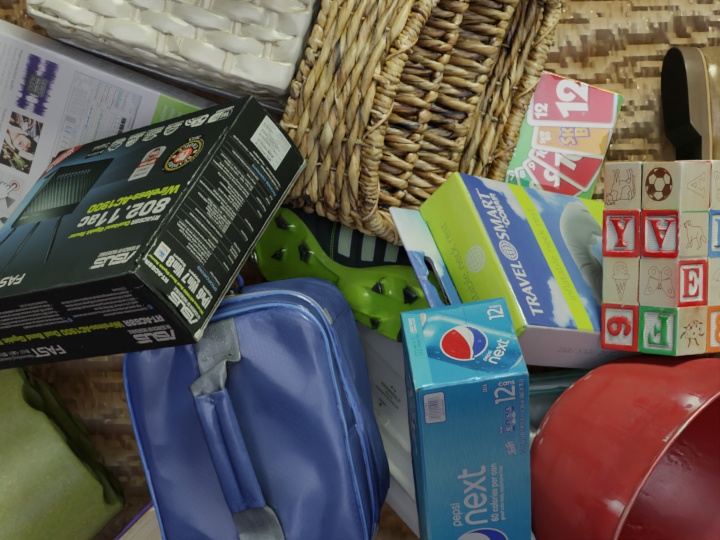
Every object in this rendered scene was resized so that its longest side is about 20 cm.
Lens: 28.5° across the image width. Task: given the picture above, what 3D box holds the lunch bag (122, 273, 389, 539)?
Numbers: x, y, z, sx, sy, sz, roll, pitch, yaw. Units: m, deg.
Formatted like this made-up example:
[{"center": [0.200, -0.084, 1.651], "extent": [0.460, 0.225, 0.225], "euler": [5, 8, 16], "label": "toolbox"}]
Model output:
[{"center": [-0.062, 0.096, 0.881], "extent": [0.136, 0.132, 0.200], "euler": [-14, 98, 7], "label": "lunch bag"}]

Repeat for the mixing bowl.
[{"center": [0.174, 0.129, 0.878], "extent": [0.108, 0.200, 0.200], "euler": [29, 96, 40], "label": "mixing bowl"}]

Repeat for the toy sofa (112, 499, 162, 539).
[{"center": [-0.130, 0.203, 1.009], "extent": [0.098, 0.083, 0.200], "euler": [43, 95, -4], "label": "toy sofa"}]

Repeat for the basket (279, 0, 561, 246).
[{"center": [0.039, -0.118, 0.923], "extent": [0.149, 0.143, 0.200], "euler": [21, 96, 3], "label": "basket"}]

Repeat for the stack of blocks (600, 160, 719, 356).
[{"center": [0.241, -0.010, 0.906], "extent": [0.200, 0.059, 0.115], "euler": [-1, 93, -41], "label": "stack of blocks"}]

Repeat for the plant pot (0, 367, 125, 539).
[{"center": [-0.271, 0.164, 0.975], "extent": [0.184, 0.200, 0.200], "euler": [-37, 92, -7], "label": "plant pot"}]

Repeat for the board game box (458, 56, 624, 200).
[{"center": [0.077, -0.109, 1.007], "extent": [0.200, 0.030, 0.096], "euler": [18, 95, 4], "label": "board game box"}]

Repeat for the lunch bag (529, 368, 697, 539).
[{"center": [0.144, 0.143, 0.995], "extent": [0.200, 0.077, 0.161], "euler": [-6, 91, 2], "label": "lunch bag"}]

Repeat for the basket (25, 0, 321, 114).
[{"center": [-0.114, -0.196, 0.960], "extent": [0.200, 0.123, 0.136], "euler": [18, 95, 2], "label": "basket"}]

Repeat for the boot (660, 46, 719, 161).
[{"center": [0.256, -0.056, 0.983], "extent": [0.075, 0.074, 0.200], "euler": [-3, 93, -10], "label": "boot"}]

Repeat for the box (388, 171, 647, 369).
[{"center": [0.123, 0.004, 0.915], "extent": [0.048, 0.200, 0.122], "euler": [-46, 53, 35], "label": "box"}]

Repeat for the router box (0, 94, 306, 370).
[{"center": [-0.148, -0.020, 0.872], "extent": [0.200, 0.150, 0.062], "euler": [-10, 130, 41], "label": "router box"}]

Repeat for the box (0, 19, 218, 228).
[{"center": [-0.208, -0.083, 1.003], "extent": [0.200, 0.036, 0.144], "euler": [22, 109, 2], "label": "box"}]

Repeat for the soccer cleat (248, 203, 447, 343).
[{"center": [0.000, 0.000, 0.978], "extent": [0.200, 0.081, 0.068], "euler": [27, 115, 38], "label": "soccer cleat"}]

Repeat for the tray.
[{"center": [0.021, 0.088, 0.973], "extent": [0.107, 0.022, 0.200], "euler": [-49, 58, 6], "label": "tray"}]

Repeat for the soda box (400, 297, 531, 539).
[{"center": [0.064, 0.116, 0.841], "extent": [0.064, 0.068, 0.200], "euler": [-8, 129, -3], "label": "soda box"}]
